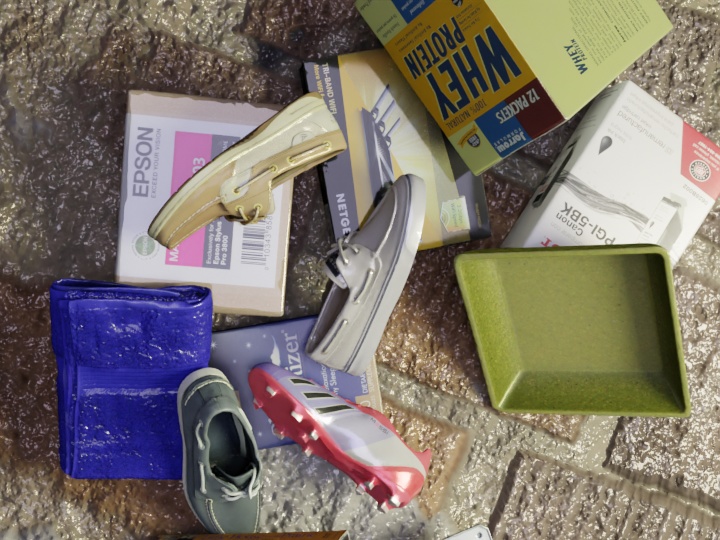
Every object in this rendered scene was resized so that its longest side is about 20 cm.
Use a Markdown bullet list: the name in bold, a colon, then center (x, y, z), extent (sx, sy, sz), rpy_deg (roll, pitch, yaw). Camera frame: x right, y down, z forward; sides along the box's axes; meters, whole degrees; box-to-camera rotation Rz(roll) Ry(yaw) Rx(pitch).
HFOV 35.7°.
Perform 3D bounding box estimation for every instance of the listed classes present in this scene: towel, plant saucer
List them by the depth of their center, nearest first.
- **towel**: center (-0.211, 0.107, 1.032), extent (0.146, 0.050, 0.202), rpy_deg (3, 115, -3)
- **plant saucer**: center (0.206, 0.049, 1.064), extent (0.198, 0.048, 0.201), rpy_deg (-2, 126, 24)

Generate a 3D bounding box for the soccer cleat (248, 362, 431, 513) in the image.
- **soccer cleat**: center (-0.020, 0.147, 1.069), extent (0.199, 0.067, 0.077), rpy_deg (40, 56, -3)

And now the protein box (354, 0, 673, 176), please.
- **protein box**: center (0.143, -0.236, 1.034), extent (0.200, 0.135, 0.199), rpy_deg (-40, 96, -36)

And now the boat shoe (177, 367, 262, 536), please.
- **boat shoe**: center (-0.126, 0.188, 1.042), extent (0.072, 0.062, 0.202), rpy_deg (-20, 122, -21)

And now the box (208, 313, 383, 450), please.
- **box**: center (-0.081, 0.111, 1.099), extent (0.197, 0.032, 0.123), rpy_deg (-9, 92, -7)

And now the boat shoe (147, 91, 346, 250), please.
- **boat shoe**: center (-0.098, -0.078, 0.998), extent (0.199, 0.074, 0.067), rpy_deg (-39, 89, -6)

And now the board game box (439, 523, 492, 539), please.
- **board game box**: center (0.062, 0.373, 1.083), extent (0.198, 0.026, 0.202), rpy_deg (-20, 92, -8)

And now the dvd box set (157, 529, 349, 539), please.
- **dvd box set**: center (-0.096, 0.320, 1.051), extent (0.198, 0.029, 0.148), rpy_deg (-6, 95, 21)

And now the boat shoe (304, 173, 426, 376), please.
- **boat shoe**: center (0.000, 0.000, 1.041), extent (0.069, 0.071, 0.202), rpy_deg (16, 109, -18)

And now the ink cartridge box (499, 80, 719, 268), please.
- **ink cartridge box**: center (0.256, -0.062, 1.116), extent (0.146, 0.083, 0.201), rpy_deg (33, 86, -7)

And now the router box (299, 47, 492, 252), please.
- **router box**: center (0.034, -0.116, 1.101), extent (0.155, 0.052, 0.203), rpy_deg (-11, 92, -8)

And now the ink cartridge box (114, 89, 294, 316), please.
- **ink cartridge box**: center (-0.147, -0.062, 1.066), extent (0.163, 0.075, 0.203), rpy_deg (4, 91, -9)
